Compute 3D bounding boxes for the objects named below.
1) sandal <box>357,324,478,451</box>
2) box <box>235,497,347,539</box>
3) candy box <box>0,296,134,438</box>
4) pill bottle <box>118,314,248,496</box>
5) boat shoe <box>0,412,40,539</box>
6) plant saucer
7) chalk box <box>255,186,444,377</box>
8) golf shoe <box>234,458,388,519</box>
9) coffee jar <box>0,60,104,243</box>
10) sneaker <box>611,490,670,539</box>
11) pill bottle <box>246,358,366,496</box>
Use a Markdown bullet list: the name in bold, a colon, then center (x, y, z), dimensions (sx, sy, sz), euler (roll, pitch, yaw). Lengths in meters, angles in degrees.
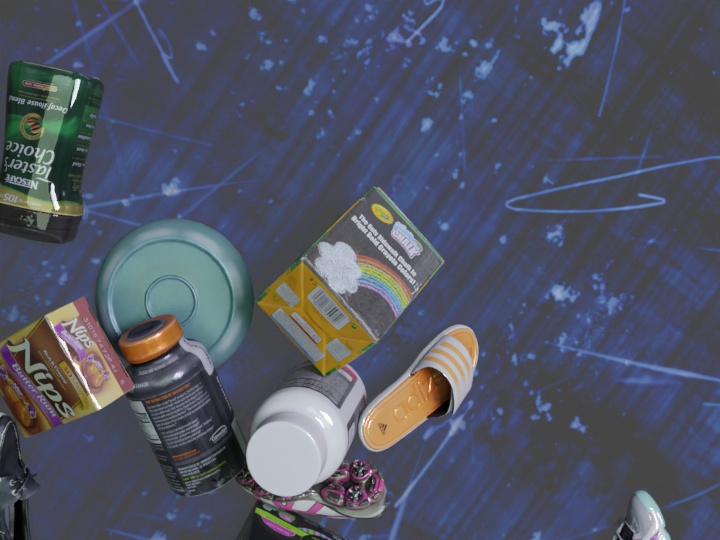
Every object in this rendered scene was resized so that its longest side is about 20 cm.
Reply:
- **sandal**: center (0.087, 0.147, 0.935), dimensions (0.206, 0.059, 0.080), euler (-40, 111, -28)
- **box**: center (-0.092, 0.383, 0.918), dimensions (0.148, 0.200, 0.125), euler (28, 94, -4)
- **candy box**: center (-0.353, 0.115, 0.897), dimensions (0.199, 0.056, 0.118), euler (-24, 97, 41)
- **pill bottle**: center (-0.212, 0.154, 0.919), dimensions (0.105, 0.106, 0.202), euler (-19, 109, 0)
- **boat shoe**: center (-0.425, 0.271, 0.953), dimensions (0.065, 0.075, 0.202), euler (10, 100, 2)
- **plant saucer**: center (-0.232, 0.037, 0.967), dimensions (0.198, 0.027, 0.203), euler (0, 95, -3)
- **chalk box**: center (0.000, 0.000, 0.906), dimensions (0.125, 0.124, 0.200), euler (47, 49, -4)
- **golf shoe**: center (-0.064, 0.273, 0.971), dimensions (0.198, 0.093, 0.073), euler (9, 51, 16)
- **coffee jar**: center (-0.369, -0.135, 0.915), dimensions (0.103, 0.085, 0.202), euler (11, 95, -3)
- **sneaker**: center (0.317, 0.385, 0.997), dimensions (0.138, 0.078, 0.203), euler (-4, 95, -3)
- **pill bottle**: center (-0.061, 0.176, 0.892), dimensions (0.109, 0.200, 0.112), euler (2, 99, 10)
